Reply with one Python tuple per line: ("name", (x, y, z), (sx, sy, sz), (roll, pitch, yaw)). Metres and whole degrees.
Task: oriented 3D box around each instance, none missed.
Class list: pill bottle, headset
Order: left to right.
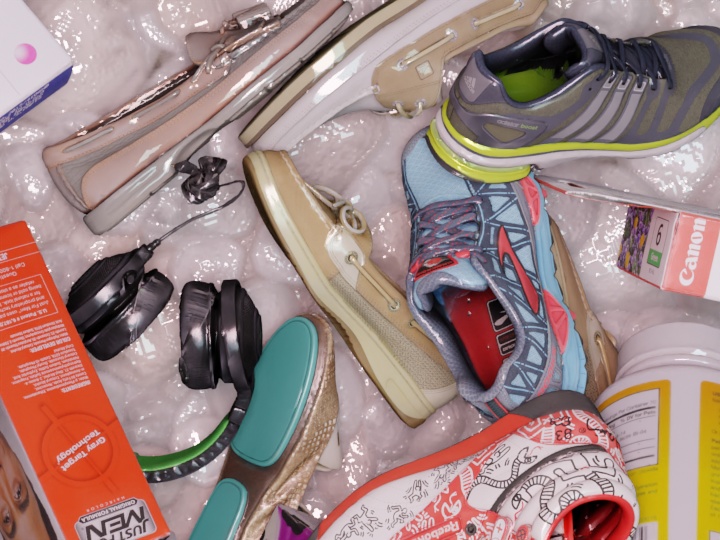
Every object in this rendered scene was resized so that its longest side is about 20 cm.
("headset", (-0.113, 0.030, 1.611), (0.123, 0.094, 0.200), (18, 103, -2))
("pill bottle", (0.180, 0.130, 1.584), (0.109, 0.109, 0.200), (15, 51, -10))

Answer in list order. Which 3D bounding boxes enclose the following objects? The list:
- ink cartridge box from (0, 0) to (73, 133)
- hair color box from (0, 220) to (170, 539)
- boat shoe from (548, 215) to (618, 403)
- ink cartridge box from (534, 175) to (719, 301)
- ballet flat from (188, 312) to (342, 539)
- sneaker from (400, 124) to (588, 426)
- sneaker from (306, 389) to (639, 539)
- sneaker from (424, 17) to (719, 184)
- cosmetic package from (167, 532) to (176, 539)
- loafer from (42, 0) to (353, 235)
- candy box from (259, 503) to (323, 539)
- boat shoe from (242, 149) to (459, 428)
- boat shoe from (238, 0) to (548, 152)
("ink cartridge box", (-0.294, -0.128, 1.540), (0.196, 0.043, 0.200), (-40, 85, -21))
("hair color box", (-0.183, 0.085, 1.565), (0.061, 0.102, 0.200), (-19, 71, -27))
("boat shoe", (0.118, 0.057, 1.676), (0.064, 0.071, 0.200), (-10, 92, -42))
("ink cartridge box", (0.200, -0.011, 1.651), (0.200, 0.109, 0.050), (11, 95, -10))
("ballet flat", (-0.050, 0.123, 1.662), (0.065, 0.070, 0.200), (20, 97, -37))
("sneaker", (0.066, -0.003, 1.604), (0.079, 0.095, 0.200), (-33, 64, 25))
("sneaker", (0.057, 0.151, 1.529), (0.201, 0.108, 0.067), (-32, 124, 4))
("sneaker", (0.138, -0.108, 1.622), (0.200, 0.081, 0.074), (-17, 60, -23))
("cosmetic package", (-0.179, 0.243, 1.644), (0.101, 0.071, 0.200), (16, 94, -10))
("loafer", (-0.096, -0.105, 1.617), (0.200, 0.072, 0.063), (-41, 94, 1))
("candy box", (0.013, 0.235, 1.651), (0.200, 0.061, 0.137), (25, 93, -28))
("boat shoe", (0.001, 0.001, 1.630), (0.063, 0.073, 0.201), (-34, 113, 0))
("boat shoe", (0.022, -0.121, 1.628), (0.200, 0.075, 0.068), (-39, 98, -2))
